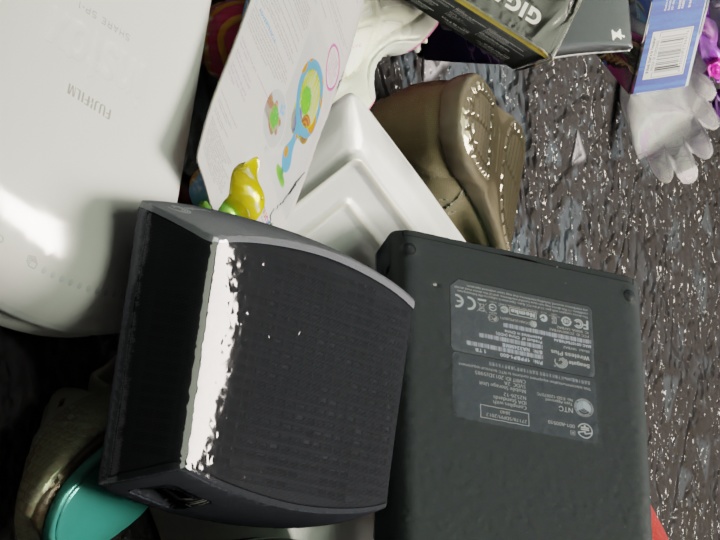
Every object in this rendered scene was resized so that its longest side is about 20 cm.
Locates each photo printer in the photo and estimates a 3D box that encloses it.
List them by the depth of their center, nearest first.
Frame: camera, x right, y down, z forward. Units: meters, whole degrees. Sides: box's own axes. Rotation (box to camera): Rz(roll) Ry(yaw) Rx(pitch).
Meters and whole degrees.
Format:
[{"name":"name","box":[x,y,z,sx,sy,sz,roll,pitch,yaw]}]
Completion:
[{"name":"photo printer","box":[-0.140,-0.077,1.120,0.166,0.069,0.200,33,60,-50]}]

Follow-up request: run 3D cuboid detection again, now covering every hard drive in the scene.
[{"name":"hard drive","box":[-0.039,0.047,1.171,0.200,0.042,0.135,19,77,-60]},{"name":"hard drive","box":[0.075,0.083,1.307,0.139,0.033,0.200,12,56,-17]}]

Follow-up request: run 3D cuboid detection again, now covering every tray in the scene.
[{"name":"tray","box":[0.000,0.000,1.369,0.022,0.107,0.200,53,1,42]}]

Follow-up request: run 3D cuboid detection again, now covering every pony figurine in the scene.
[{"name":"pony figurine","box":[0.249,-0.162,1.817,0.200,0.166,0.193,25,35,-56]}]

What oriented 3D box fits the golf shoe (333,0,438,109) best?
[{"name":"golf shoe","box":[-0.012,-0.142,1.375,0.200,0.075,0.092,-58,133,-48]}]

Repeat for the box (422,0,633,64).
[{"name":"box","box":[0.082,-0.218,1.474,0.079,0.141,0.200,-9,98,-20]}]

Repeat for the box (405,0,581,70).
[{"name":"box","box":[0.043,-0.221,1.350,0.200,0.049,0.160,31,74,-18]}]

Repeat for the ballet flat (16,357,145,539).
[{"name":"ballet flat","box":[-0.107,0.073,1.186,0.200,0.062,0.068,-29,139,-56]}]

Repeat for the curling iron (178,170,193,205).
[{"name":"curling iron","box":[-0.063,-0.008,1.253,0.200,0.026,0.050,38,50,-30]}]

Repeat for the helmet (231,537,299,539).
[{"name":"helmet","box":[-0.036,0.217,1.182,0.191,0.200,0.200,-30,115,-50]}]

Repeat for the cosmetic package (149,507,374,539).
[{"name":"cosmetic package","box":[-0.025,0.156,1.324,0.113,0.081,0.200,-54,133,-50]}]

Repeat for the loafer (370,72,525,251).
[{"name":"loafer","box":[0.050,-0.062,1.495,0.200,0.068,0.076,60,37,-67]}]

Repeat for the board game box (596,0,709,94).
[{"name":"board game box","box":[0.140,-0.237,1.493,0.199,0.043,0.200,-122,-150,-44]}]

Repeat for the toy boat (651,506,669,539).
[{"name":"toy boat","box":[0.075,0.125,1.368,0.200,0.130,0.131,61,8,-2]}]

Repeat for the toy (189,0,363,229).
[{"name":"toy","box":[-0.051,-0.093,1.241,0.115,0.047,0.200,72,25,-50]}]
